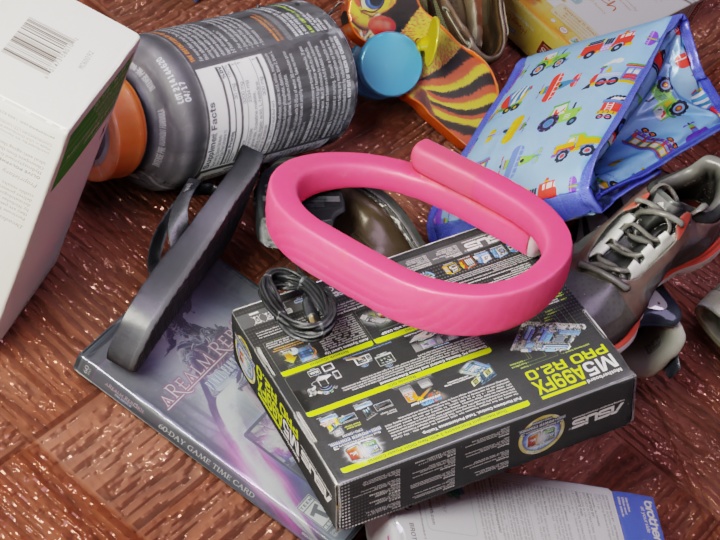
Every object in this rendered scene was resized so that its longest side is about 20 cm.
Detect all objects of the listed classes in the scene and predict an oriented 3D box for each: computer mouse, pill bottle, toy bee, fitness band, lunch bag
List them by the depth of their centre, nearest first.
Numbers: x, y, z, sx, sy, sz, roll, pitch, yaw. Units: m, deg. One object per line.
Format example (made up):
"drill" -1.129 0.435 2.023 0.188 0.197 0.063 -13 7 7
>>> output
"fitness band" 0.034 -0.023 1.306 0.200 0.037 0.144 29 40 31
"computer mouse" -0.038 -0.008 1.329 0.058 0.034 0.200 2 31 -4
"pill bottle" -0.106 -0.115 1.433 0.200 0.106 0.106 -18 59 -40
"lunch bag" 0.139 -0.080 1.475 0.200 0.150 0.094 -44 112 -41
"toy bee" 0.027 -0.177 1.551 0.200 0.109 0.131 30 -2 -31

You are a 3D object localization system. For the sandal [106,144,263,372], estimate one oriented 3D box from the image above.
"sandal" -0.112 -0.020 1.333 0.043 0.076 0.200 29 41 3

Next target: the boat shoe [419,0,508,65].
"boat shoe" 0.071 -0.249 1.602 0.075 0.075 0.203 -23 105 -27

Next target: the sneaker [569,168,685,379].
"sneaker" 0.191 0.015 1.488 0.130 0.080 0.199 46 44 17

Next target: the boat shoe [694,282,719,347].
"boat shoe" 0.318 0.081 1.513 0.062 0.072 0.200 -33 63 -19

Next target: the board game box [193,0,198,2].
"board game box" -0.121 -0.338 1.603 0.200 0.199 0.043 46 0 19

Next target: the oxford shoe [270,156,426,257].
"oxford shoe" 0.000 0.000 1.406 0.200 0.073 0.084 41 51 18

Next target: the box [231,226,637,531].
"box" 0.042 0.058 1.296 0.200 0.044 0.160 -19 47 -18

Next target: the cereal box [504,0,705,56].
"cereal box" 0.180 -0.236 1.760 0.144 0.040 0.200 43 43 16

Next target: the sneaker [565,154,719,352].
"sneaker" 0.177 -0.017 1.402 0.077 0.082 0.200 35 52 19

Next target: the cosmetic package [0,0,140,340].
"cosmetic package" -0.210 -0.059 1.250 0.085 0.200 0.108 27 44 0

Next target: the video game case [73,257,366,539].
"video game case" -0.060 0.079 1.332 0.200 0.019 0.143 36 42 7

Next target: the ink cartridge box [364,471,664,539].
"ink cartridge box" 0.100 0.181 1.293 0.200 0.042 0.120 9 48 -24
